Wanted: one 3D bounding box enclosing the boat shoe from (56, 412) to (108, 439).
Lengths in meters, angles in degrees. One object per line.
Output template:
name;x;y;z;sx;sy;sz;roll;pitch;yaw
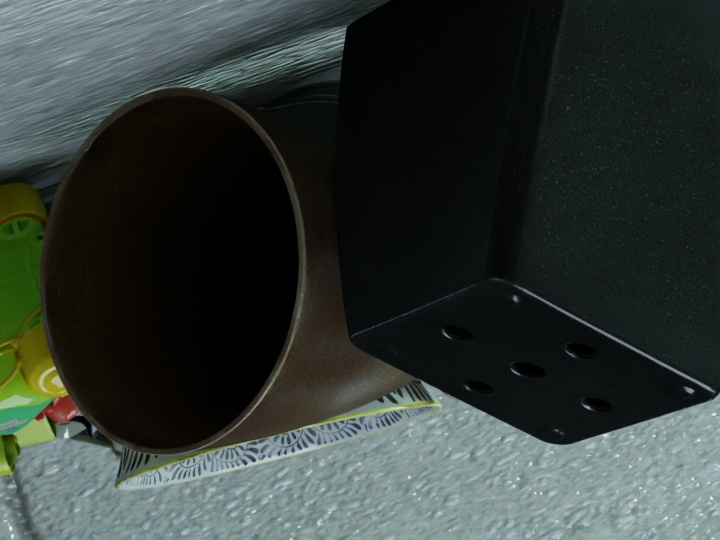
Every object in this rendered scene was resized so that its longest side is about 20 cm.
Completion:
boat shoe;-0.164;0.080;1.640;0.200;0.057;0.069;-2;174;-14

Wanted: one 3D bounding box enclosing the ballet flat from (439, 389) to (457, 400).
ballet flat;0.000;0.000;1.539;0.057;0.200;0.066;-35;168;-15

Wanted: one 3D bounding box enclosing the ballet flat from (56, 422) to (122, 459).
ballet flat;-0.167;0.094;1.701;0.200;0.070;0.069;10;-179;10

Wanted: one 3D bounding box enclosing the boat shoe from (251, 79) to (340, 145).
boat shoe;-0.067;-0.057;1.491;0.200;0.073;0.062;-15;-178;35

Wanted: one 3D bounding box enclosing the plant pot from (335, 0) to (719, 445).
plant pot;0.099;-0.029;1.271;0.199;0.178;0.200;28;154;-24

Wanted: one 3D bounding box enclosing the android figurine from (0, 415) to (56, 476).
android figurine;-0.250;0.056;1.571;0.200;0.182;0.041;-10;140;3

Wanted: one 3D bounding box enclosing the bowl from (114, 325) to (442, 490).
bowl;-0.059;0.062;1.559;0.200;0.094;0.201;-15;173;-2

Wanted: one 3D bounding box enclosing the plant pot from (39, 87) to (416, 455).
plant pot;-0.035;0.006;1.402;0.187;0.187;0.200;-21;163;38

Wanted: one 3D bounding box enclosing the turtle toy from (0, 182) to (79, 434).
turtle toy;-0.191;0.033;1.486;0.200;0.146;0.101;-18;142;-4
